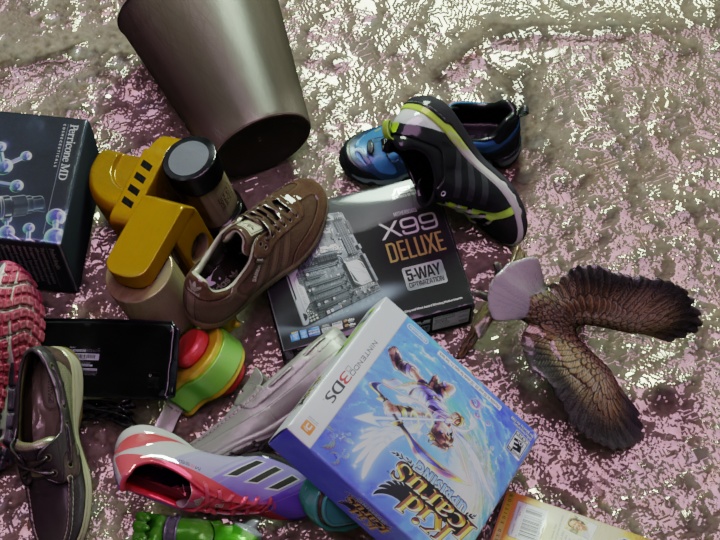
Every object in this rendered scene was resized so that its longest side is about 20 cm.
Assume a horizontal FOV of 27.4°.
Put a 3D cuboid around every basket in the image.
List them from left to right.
[{"bbox_3d":[-0.140,-0.214,1.566,0.179,0.136,0.201,-22,69,-9],"label":"basket"}]

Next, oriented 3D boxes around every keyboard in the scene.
[{"bbox_3d":[-0.264,0.101,1.445,0.199,0.040,0.105,1,77,23],"label":"keyboard"}]

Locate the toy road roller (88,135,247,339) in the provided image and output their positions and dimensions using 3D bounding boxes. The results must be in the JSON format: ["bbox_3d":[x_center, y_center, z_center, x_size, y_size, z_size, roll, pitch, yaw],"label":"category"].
[{"bbox_3d":[-0.214,-0.042,1.489,0.145,0.123,0.201,13,63,23],"label":"toy road roller"}]

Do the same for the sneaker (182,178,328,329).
[{"bbox_3d":[-0.097,-0.027,1.441,0.070,0.076,0.200,32,63,15],"label":"sneaker"}]

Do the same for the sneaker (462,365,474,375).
[{"bbox_3d":[0.025,0.146,1.409,0.199,0.082,0.078,-27,66,-13],"label":"sneaker"}]

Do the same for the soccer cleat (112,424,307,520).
[{"bbox_3d":[-0.131,0.200,1.351,0.199,0.069,0.073,18,23,-11],"label":"soccer cleat"}]

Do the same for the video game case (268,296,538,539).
[{"bbox_3d":[0.044,0.153,1.338,0.200,0.045,0.182,42,53,-4],"label":"video game case"}]

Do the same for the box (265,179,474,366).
[{"bbox_3d":[0.000,0.000,1.499,0.198,0.050,0.159,-13,63,-6],"label":"box"}]

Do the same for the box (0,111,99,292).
[{"bbox_3d":[-0.379,-0.074,1.509,0.198,0.107,0.149,5,63,2],"label":"box"}]

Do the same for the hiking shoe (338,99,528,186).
[{"bbox_3d":[0.074,-0.145,1.551,0.198,0.087,0.075,-11,63,-5],"label":"hiking shoe"}]

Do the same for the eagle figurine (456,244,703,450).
[{"bbox_3d":[0.213,0.057,1.430,0.199,0.152,0.151,31,47,20],"label":"eagle figurine"}]

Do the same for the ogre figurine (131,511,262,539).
[{"bbox_3d":[-0.133,0.309,1.323,0.119,0.098,0.201,-15,52,6],"label":"ogre figurine"}]

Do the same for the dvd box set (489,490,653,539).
[{"bbox_3d":[0.206,0.293,1.340,0.199,0.030,0.147,17,47,9],"label":"dvd box set"}]

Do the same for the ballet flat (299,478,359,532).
[{"bbox_3d":[0.029,0.203,1.380,0.199,0.070,0.068,0,99,-31],"label":"ballet flat"}]

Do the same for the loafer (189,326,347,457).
[{"bbox_3d":[-0.088,0.128,1.417,0.199,0.070,0.070,-31,71,-4],"label":"loafer"}]

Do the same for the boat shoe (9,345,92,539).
[{"bbox_3d":[-0.299,0.169,1.388,0.073,0.065,0.202,-13,75,21],"label":"boat shoe"}]

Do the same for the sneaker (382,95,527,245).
[{"bbox_3d":[0.087,-0.085,1.487,0.200,0.072,0.083,48,65,-22],"label":"sneaker"}]

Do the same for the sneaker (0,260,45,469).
[{"bbox_3d":[-0.362,0.088,1.423,0.074,0.081,0.202,5,79,25],"label":"sneaker"}]

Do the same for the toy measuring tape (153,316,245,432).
[{"bbox_3d":[-0.160,0.121,1.425,0.073,0.074,0.201,18,62,9],"label":"toy measuring tape"}]
